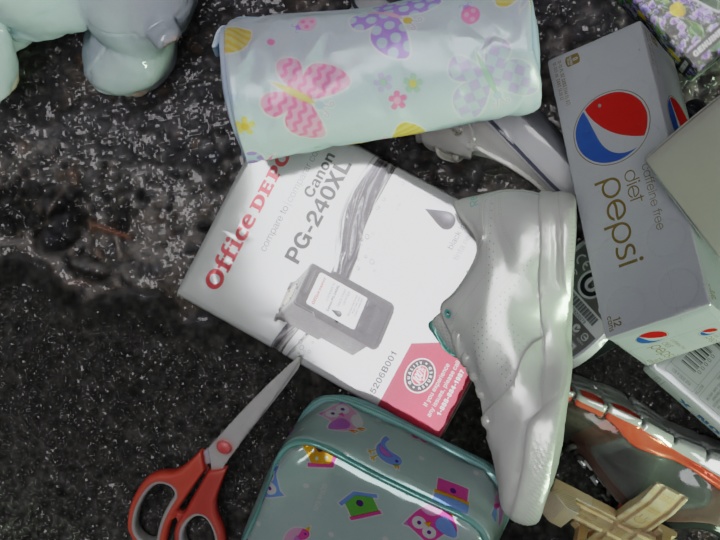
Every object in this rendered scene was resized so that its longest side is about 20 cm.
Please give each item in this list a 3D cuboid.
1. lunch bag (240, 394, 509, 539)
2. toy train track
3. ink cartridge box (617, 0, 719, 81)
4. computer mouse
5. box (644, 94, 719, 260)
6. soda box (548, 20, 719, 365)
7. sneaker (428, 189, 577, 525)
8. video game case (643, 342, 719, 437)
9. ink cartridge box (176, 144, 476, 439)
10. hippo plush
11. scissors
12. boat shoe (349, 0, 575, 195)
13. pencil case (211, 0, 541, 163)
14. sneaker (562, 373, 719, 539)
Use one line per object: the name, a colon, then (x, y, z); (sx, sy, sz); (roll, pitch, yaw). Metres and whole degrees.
lunch bag: (0.003, 0.188, 0.877); (0.160, 0.077, 0.200); (23, 122, 4)
toy train track: (0.202, 0.193, 0.874); (0.200, 0.115, 0.033); (27, 51, -7)
ink cartridge box: (0.194, -0.235, 0.897); (0.109, 0.050, 0.200); (-41, 85, 6)
computer mouse: (0.182, -0.010, 0.894); (0.200, 0.044, 0.110); (-45, 54, 12)
box: (0.270, -0.094, 0.809); (0.200, 0.095, 0.078); (-32, 83, -38)
soda box: (0.175, -0.049, 0.846); (0.068, 0.064, 0.200); (-21, 61, 27)
sneaker: (0.084, 0.051, 0.827); (0.088, 0.075, 0.200); (3, 87, 10)
video game case: (0.310, 0.049, 0.866); (0.182, 0.022, 0.200); (41, 78, 7)
ink cartridge box: (0.000, 0.000, 0.906); (0.200, 0.083, 0.145); (28, 94, 7)
hippo plush: (-0.190, -0.200, 0.911); (0.161, 0.200, 0.159); (5, 53, -12)
scissors: (-0.102, 0.122, 0.914); (0.073, 0.014, 0.200); (26, 121, 4)
boat shoe: (0.063, -0.106, 0.907); (0.200, 0.072, 0.066); (40, 109, 2)
pencil case: (0.013, -0.124, 0.830); (0.200, 0.083, 0.091); (-11, 99, 2)
sneaker: (0.172, 0.129, 0.887); (0.200, 0.077, 0.082); (26, 100, 8)
